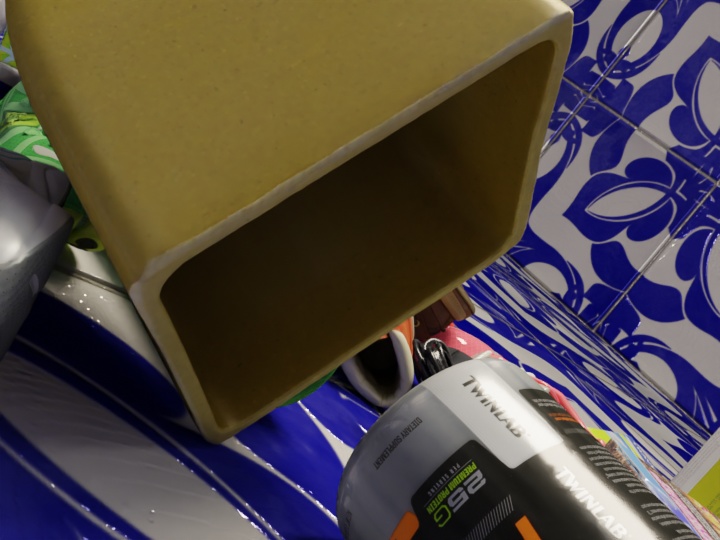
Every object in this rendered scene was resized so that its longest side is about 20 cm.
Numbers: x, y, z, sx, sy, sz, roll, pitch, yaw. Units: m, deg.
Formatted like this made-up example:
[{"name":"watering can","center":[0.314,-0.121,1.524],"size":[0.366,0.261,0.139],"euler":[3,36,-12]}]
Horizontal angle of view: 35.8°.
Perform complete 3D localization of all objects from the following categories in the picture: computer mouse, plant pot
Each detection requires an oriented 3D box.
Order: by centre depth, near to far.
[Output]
[{"name":"plant pot","center":[-0.051,-0.078,0.508],"size":[0.200,0.194,0.196],"euler":[52,-14,20]},{"name":"computer mouse","center":[0.086,0.114,0.790],"size":[0.200,0.046,0.141],"euler":[67,-3,-79]}]

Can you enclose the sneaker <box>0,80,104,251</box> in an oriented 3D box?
[{"name":"sneaker","center":[-0.177,-0.079,0.653],"size":[0.074,0.084,0.200],"euler":[33,11,-35]}]

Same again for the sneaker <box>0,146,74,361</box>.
[{"name":"sneaker","center":[-0.168,-0.017,0.465],"size":[0.080,0.071,0.200],"euler":[30,4,-21]}]

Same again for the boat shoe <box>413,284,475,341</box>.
[{"name":"boat shoe","center":[0.011,-0.024,0.882],"size":[0.200,0.067,0.072],"euler":[52,7,-18]}]

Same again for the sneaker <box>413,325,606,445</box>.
[{"name":"sneaker","center":[0.124,0.101,0.890],"size":[0.200,0.074,0.087],"euler":[43,-31,22]}]

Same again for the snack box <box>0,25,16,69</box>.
[{"name":"snack box","center":[-0.192,-0.150,0.839],"size":[0.142,0.053,0.200],"euler":[25,3,-16]}]

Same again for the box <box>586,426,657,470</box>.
[{"name":"box","center":[0.245,0.206,0.999],"size":[0.122,0.048,0.200],"euler":[56,15,23]}]

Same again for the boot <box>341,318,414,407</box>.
[{"name":"boot","center":[0.000,0.000,0.800],"size":[0.107,0.075,0.201],"euler":[-91,165,-66]}]

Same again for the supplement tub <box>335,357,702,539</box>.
[{"name":"supplement tub","center":[0.089,0.143,0.491],"size":[0.200,0.123,0.122],"euler":[44,10,37]}]

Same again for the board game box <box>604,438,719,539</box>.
[{"name":"board game box","center":[0.223,0.226,0.701],"size":[0.200,0.097,0.159],"euler":[37,9,-14]}]

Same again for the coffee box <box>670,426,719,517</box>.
[{"name":"coffee box","center":[0.551,0.274,1.457],"size":[0.198,0.200,0.200],"euler":[43,10,21]}]

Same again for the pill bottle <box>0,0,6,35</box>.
[{"name":"pill bottle","center":[-0.331,-0.250,0.798],"size":[0.200,0.112,0.112],"euler":[35,9,-23]}]

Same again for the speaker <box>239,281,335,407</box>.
[{"name":"speaker","center":[-0.087,-0.009,0.659],"size":[0.088,0.089,0.200],"euler":[29,13,-48]}]

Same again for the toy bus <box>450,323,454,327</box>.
[{"name":"toy bus","center":[0.038,-0.008,1.104],"size":[0.192,0.136,0.200],"euler":[54,10,-3]}]
